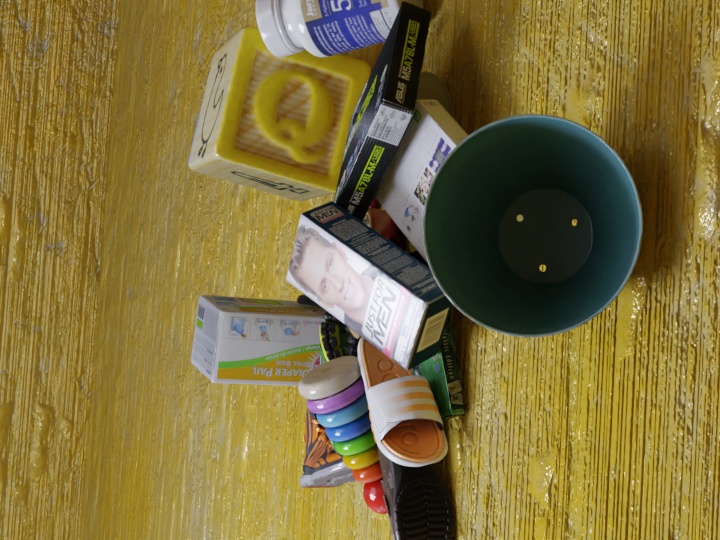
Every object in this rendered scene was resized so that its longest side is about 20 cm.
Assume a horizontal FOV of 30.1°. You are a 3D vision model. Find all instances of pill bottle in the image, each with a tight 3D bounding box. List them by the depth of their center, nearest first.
[{"bbox_3d":[-0.028,-0.343,1.734,0.199,0.120,0.121,-12,69,22],"label":"pill bottle"}]

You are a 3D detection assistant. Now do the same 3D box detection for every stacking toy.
[{"bbox_3d":[-0.002,0.211,1.652,0.201,0.085,0.085,67,162,-13],"label":"stacking toy"}]

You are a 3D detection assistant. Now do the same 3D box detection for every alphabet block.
[{"bbox_3d":[-0.118,-0.217,1.906,0.200,0.195,0.197,174,108,-72],"label":"alphabet block"}]

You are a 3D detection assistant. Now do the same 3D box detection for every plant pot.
[{"bbox_3d":[0.169,-0.037,1.266,0.135,0.199,0.202,12,-98,-75],"label":"plant pot"}]

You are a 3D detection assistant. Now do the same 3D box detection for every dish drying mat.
[{"bbox_3d":[0.052,-0.114,1.673,0.077,0.018,0.201,72,-162,-63],"label":"dish drying mat"}]

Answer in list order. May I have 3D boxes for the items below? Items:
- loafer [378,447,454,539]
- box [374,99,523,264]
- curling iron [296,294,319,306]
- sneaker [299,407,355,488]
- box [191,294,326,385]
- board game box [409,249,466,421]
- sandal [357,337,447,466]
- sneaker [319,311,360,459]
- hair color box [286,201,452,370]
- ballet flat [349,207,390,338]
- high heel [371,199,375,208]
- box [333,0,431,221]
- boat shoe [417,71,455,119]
[{"bbox_3d":[0.062,0.259,1.578,0.071,0.072,0.201,118,147,-65],"label":"loafer"},{"bbox_3d":[0.101,-0.077,1.516,0.200,0.036,0.145,54,135,34],"label":"box"},{"bbox_3d":[-0.030,0.046,1.833,0.199,0.049,0.026,12,128,54],"label":"curling iron"},{"bbox_3d":[-0.040,0.232,1.817,0.200,0.077,0.113,149,122,-63],"label":"sneaker"},{"bbox_3d":[-0.125,0.100,1.891,0.112,0.199,0.102,-154,71,-64],"label":"box"},{"bbox_3d":[0.078,0.080,1.594,0.105,0.023,0.202,150,114,-62],"label":"board game box"},{"bbox_3d":[0.040,0.136,1.558,0.059,0.079,0.207,89,163,-48],"label":"sandal"},{"bbox_3d":[-0.013,0.153,1.740,0.085,0.077,0.201,101,166,-68],"label":"sneaker"},{"bbox_3d":[0.009,0.016,1.545,0.200,0.060,0.101,36,128,28],"label":"hair color box"},{"bbox_3d":[0.000,0.000,1.667,0.069,0.063,0.201,119,171,-46],"label":"ballet flat"},{"bbox_3d":[-0.030,-0.029,1.866,0.201,0.067,0.096,-63,18,16],"label":"high heel"},{"bbox_3d":[0.024,-0.187,1.602,0.200,0.047,0.194,117,166,-46],"label":"box"},{"bbox_3d":[0.074,-0.140,1.631,0.063,0.072,0.202,-18,73,62],"label":"boat shoe"}]
